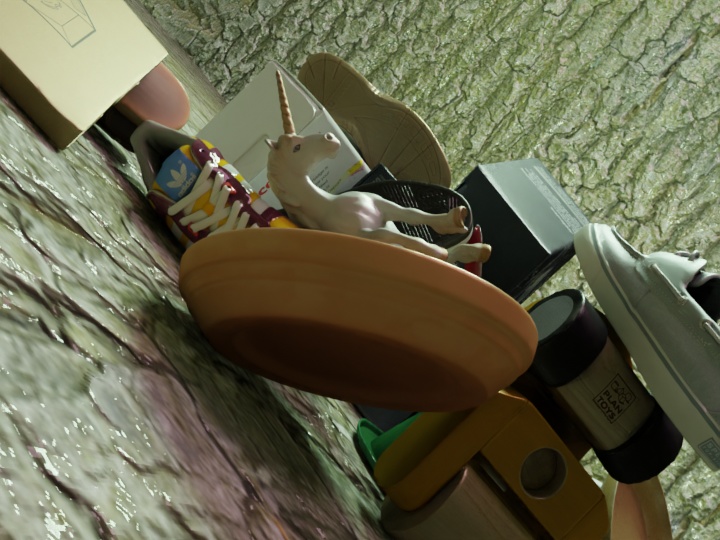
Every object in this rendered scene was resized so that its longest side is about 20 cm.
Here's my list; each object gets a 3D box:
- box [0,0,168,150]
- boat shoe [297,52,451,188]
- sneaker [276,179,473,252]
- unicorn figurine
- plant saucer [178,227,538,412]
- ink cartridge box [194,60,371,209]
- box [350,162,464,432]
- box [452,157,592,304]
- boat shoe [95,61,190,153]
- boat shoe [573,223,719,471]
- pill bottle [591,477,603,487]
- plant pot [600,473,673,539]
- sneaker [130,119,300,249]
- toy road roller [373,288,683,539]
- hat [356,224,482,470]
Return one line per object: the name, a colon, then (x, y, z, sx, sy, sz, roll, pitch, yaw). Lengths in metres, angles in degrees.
box: (-0.218, -0.185, 0.596, 0.201, 0.021, 0.164, 50, 25, -17)
boat shoe: (0.018, -0.141, 0.972, 0.199, 0.072, 0.065, 42, 4, 13)
sneaker: (0.000, 0.000, 0.788, 0.121, 0.195, 0.085, 69, 14, -57)
unicorn figurine: (0.012, -0.026, 0.648, 0.135, 0.074, 0.202, 10, -39, 29)
plant saucer: (-0.005, 0.036, 0.513, 0.195, 0.038, 0.201, 11, -21, 4)
ink cartridge box: (-0.072, -0.080, 0.907, 0.084, 0.145, 0.200, 48, 1, 28)
box: (0.025, 0.029, 0.867, 0.201, 0.157, 0.051, 51, 4, 20)
box: (0.128, -0.009, 1.025, 0.118, 0.197, 0.199, 50, 27, 12)
boat shoe: (-0.213, -0.166, 0.697, 0.070, 0.071, 0.201, -17, -62, 50)
boat shoe: (0.196, 0.029, 0.591, 0.070, 0.071, 0.203, 42, 19, -36)
pill bottle: (0.208, 0.262, 0.936, 0.105, 0.104, 0.201, 50, -9, 26)
plant pot: (0.233, 0.260, 0.819, 0.199, 0.027, 0.205, 19, 68, -56)
sneaker: (-0.096, -0.032, 0.638, 0.199, 0.075, 0.090, 38, -6, 44)
toy road roller: (0.098, 0.107, 0.631, 0.123, 0.200, 0.146, 48, -7, -16)
hat: (0.106, 0.119, 0.723, 0.200, 0.176, 0.166, 48, 2, -24)
